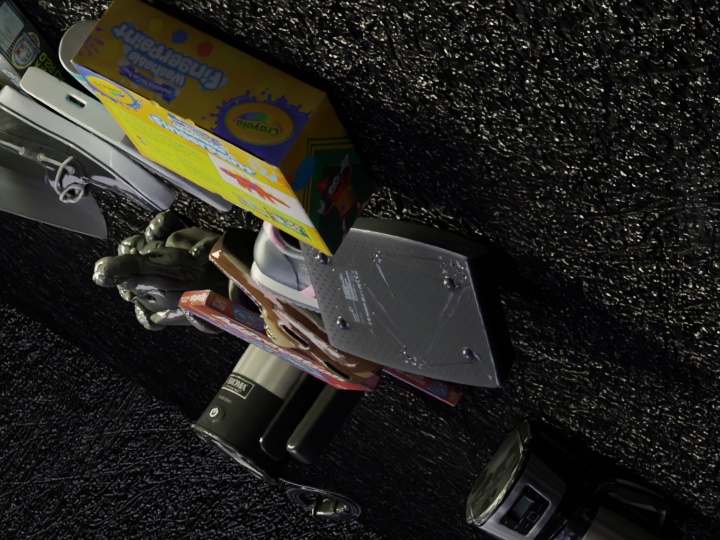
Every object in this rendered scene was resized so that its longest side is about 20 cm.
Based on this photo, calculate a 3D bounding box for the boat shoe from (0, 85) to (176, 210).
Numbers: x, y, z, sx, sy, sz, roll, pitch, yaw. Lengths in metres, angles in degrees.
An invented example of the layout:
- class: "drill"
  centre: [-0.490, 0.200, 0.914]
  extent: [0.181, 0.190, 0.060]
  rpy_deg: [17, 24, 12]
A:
- class: "boat shoe"
  centre: [-0.266, -0.097, 1.666]
  extent: [0.199, 0.068, 0.074]
  rpy_deg: [30, 179, 7]

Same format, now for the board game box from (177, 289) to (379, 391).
- class: "board game box"
  centre: [-0.085, 0.073, 1.839]
  extent: [0.200, 0.019, 0.103]
  rpy_deg: [28, 168, -17]

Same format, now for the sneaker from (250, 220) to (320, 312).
- class: "sneaker"
  centre: [0.000, 0.000, 1.587]
  extent: [0.200, 0.070, 0.082]
  rpy_deg: [16, 124, 7]

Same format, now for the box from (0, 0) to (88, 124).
- class: "box"
  centre: [-0.361, -0.222, 1.704]
  extent: [0.160, 0.044, 0.200]
  rpy_deg: [27, 166, 25]

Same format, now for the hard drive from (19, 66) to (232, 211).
- class: "hard drive"
  centre: [-0.210, -0.119, 1.653]
  extent: [0.132, 0.026, 0.200]
  rpy_deg: [30, 179, 29]

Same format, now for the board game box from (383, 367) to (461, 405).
- class: "board game box"
  centre: [0.019, 0.089, 1.844]
  extent: [0.103, 0.019, 0.200]
  rpy_deg: [28, 178, 33]

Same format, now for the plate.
- class: "plate"
  centre: [-0.351, -0.122, 1.747]
  extent: [0.200, 0.032, 0.200]
  rpy_deg: [17, -152, -43]

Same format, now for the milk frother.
- class: "milk frother"
  centre: [-0.054, 0.164, 2.039]
  extent: [0.180, 0.188, 0.200]
  rpy_deg: [26, 165, 35]

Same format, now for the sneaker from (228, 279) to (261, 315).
- class: "sneaker"
  centre: [-0.065, 0.025, 1.868]
  extent: [0.083, 0.081, 0.200]
  rpy_deg: [4, 159, 33]

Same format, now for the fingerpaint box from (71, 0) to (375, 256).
- class: "fingerpaint box"
  centre: [-0.102, -0.113, 1.394]
  extent: [0.200, 0.073, 0.167]
  rpy_deg: [28, 167, 23]

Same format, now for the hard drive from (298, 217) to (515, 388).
- class: "hard drive"
  centre: [0.038, 0.020, 1.477]
  extent: [0.200, 0.042, 0.135]
  rpy_deg: [11, 127, 45]

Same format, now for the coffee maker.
- class: "coffee maker"
  centre: [0.214, 0.261, 1.855]
  extent: [0.200, 0.135, 0.192]
  rpy_deg: [35, 168, -3]

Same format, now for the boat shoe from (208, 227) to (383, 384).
- class: "boat shoe"
  centre: [-0.059, 0.041, 1.678]
  extent: [0.200, 0.074, 0.076]
  rpy_deg: [36, -151, -7]

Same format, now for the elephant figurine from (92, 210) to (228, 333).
- class: "elephant figurine"
  centre: [-0.196, 0.012, 1.936]
  extent: [0.142, 0.155, 0.200]
  rpy_deg: [59, 172, -9]

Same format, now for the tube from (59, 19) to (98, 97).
- class: "tube"
  centre: [-0.204, -0.156, 1.566]
  extent: [0.077, 0.050, 0.200]
  rpy_deg: [36, 174, 19]
